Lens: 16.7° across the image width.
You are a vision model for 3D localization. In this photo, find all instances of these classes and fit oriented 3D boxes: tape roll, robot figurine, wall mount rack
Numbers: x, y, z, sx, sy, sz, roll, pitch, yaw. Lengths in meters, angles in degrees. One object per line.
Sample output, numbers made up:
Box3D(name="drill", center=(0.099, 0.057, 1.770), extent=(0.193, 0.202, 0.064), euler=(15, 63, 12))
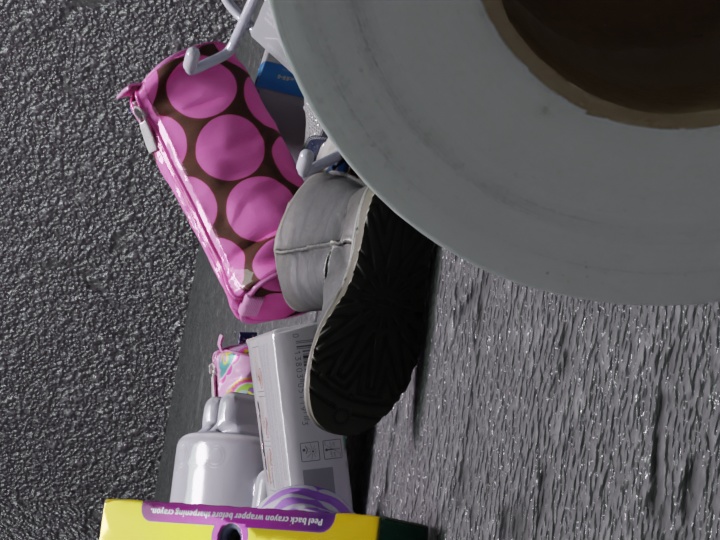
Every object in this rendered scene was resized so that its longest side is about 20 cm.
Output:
Box3D(name="tape roll", center=(0.071, -0.109, 0.614), extent=(0.139, 0.201, 0.204), euler=(-101, 20, -67))
Box3D(name="robot figurine", center=(-0.100, 0.202, 1.978), extent=(0.170, 0.112, 0.201), euler=(152, 126, -69))
Box3D(name="wall mount rack", center=(-0.037, -0.164, 1.612), extent=(0.074, 0.200, 0.174), euler=(-28, -27, -45))

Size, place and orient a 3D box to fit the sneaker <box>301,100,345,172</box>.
Box3D(name="sneaker", center=(-0.013, -0.153, 1.706), extent=(0.077, 0.085, 0.201), euler=(-42, -19, -44))

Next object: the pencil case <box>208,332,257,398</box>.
Box3D(name="pencil case", center=(-0.101, 0.159, 2.162), extent=(0.087, 0.087, 0.201), euler=(-139, 56, -81))

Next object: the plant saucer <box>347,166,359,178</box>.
Box3D(name="plant saucer", center=(0.000, 0.000, 1.751), extent=(0.200, 0.029, 0.201), euler=(-171, 90, -82))

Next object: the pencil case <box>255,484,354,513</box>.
Box3D(name="pencil case", center=(-0.029, 0.204, 1.533), extent=(0.200, 0.085, 0.084), euler=(-103, 32, -70))

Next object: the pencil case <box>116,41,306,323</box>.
Box3D(name="pencil case", center=(-0.093, -0.059, 1.740), extent=(0.091, 0.093, 0.201), euler=(-46, 67, 43))

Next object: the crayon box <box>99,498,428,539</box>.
Box3D(name="crayon box", center=(-0.066, 0.225, 1.408), extent=(0.058, 0.199, 0.174), euler=(20, -106, -55))

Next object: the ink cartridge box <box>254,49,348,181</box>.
Box3D(name="ink cartridge box", center=(-0.044, -0.113, 1.893), extent=(0.200, 0.084, 0.147), euler=(-77, 0, -59))

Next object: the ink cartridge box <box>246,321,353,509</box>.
Box3D(name="ink cartridge box", center=(-0.043, 0.122, 1.760), extent=(0.200, 0.050, 0.162), euler=(152, 112, -83))

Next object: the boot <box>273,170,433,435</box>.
Box3D(name="boot", center=(-0.018, 0.016, 1.587), extent=(0.200, 0.072, 0.183), euler=(-1, 67, 67))
